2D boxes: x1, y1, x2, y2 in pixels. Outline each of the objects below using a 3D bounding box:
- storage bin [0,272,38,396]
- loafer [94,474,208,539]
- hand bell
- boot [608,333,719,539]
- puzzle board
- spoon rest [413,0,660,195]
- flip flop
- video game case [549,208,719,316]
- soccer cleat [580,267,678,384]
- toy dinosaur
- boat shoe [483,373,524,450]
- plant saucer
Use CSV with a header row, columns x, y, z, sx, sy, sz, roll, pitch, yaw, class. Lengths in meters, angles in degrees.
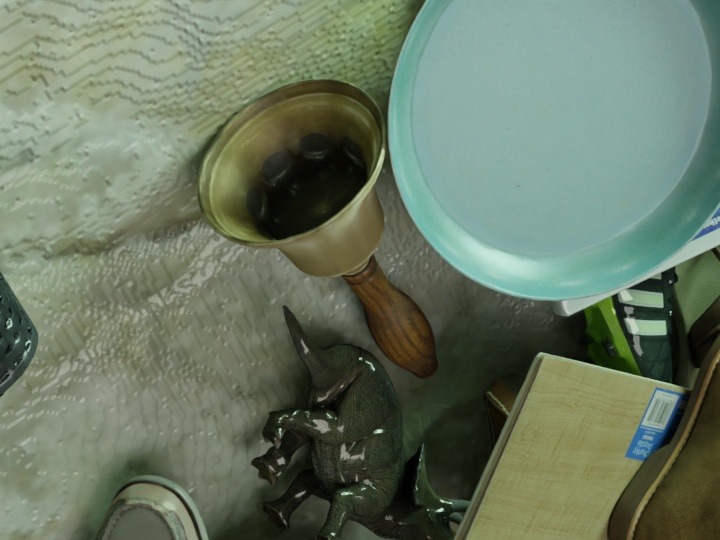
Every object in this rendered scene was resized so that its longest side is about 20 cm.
x,y,z,sx,sy,sz,roll,pitch,yaw,class
-0.257,0.045,0.727,0.200,0.135,0.094,-41,126,-5,storage bin
-0.126,0.213,0.910,0.071,0.063,0.202,14,115,10,loafer
0.000,0.000,0.894,0.104,0.104,0.200,-40,139,-6,hand bell
0.229,0.094,0.963,0.073,0.075,0.201,32,87,-47,boot
0.127,0.128,0.948,0.199,0.017,0.152,15,101,-48,puzzle board
0.107,-0.126,0.853,0.200,0.061,0.099,-47,109,-10,spoon rest
0.231,0.039,1.037,0.080,0.058,0.202,-14,120,-21,flip flop
0.140,-0.094,0.911,0.142,0.018,0.202,-23,103,-17,video game case
0.164,0.010,0.984,0.081,0.067,0.201,-32,121,-13,soccer cleat
-0.009,0.094,0.938,0.102,0.077,0.201,-38,115,-31,toy dinosaur
0.109,0.158,1.021,0.073,0.076,0.201,-28,123,-10,boat shoe
0.106,-0.084,0.829,0.198,0.027,0.202,-5,111,-13,plant saucer
